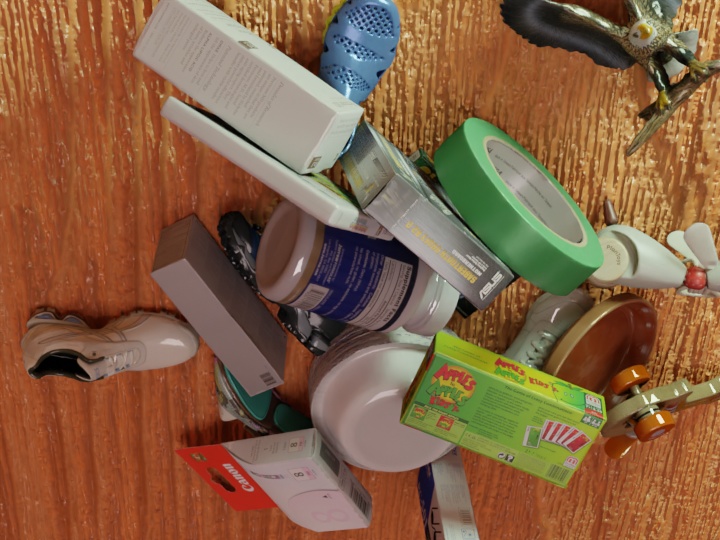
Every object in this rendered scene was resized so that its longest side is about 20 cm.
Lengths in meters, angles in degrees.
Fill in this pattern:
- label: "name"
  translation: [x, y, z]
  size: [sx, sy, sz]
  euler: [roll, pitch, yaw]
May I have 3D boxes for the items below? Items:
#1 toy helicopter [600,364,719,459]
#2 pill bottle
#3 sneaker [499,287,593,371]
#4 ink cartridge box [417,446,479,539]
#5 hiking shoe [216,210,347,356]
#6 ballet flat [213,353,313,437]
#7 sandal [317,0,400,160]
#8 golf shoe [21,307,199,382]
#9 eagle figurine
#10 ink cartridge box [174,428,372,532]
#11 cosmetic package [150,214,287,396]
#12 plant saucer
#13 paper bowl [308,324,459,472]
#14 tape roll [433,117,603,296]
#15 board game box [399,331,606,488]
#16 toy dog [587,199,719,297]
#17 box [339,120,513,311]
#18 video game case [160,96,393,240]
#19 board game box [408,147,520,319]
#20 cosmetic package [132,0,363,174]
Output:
- label: "toy helicopter"
  translation: [0.370, 0.166, 1.469]
  size: [0.199, 0.079, 0.132]
  euler: [-11, 151, -27]
- label: "pill bottle"
  translation: [0.000, 0.000, 1.279]
  size: [0.199, 0.116, 0.116]
  euler: [18, 121, -27]
- label: "sneaker"
  translation: [0.206, 0.108, 1.412]
  size: [0.075, 0.100, 0.200]
  euler: [30, 117, -12]
- label: "ink cartridge box"
  translation: [0.106, 0.301, 1.475]
  size: [0.044, 0.200, 0.094]
  euler: [2, 125, -7]
- label: "hiking shoe"
  translation: [-0.080, -0.001, 1.344]
  size: [0.087, 0.074, 0.200]
  euler: [-42, 118, -8]
- label: "ballet flat"
  translation: [-0.122, 0.170, 1.454]
  size: [0.071, 0.069, 0.200]
  euler: [-23, 126, 34]
- label: "sandal"
  translation: [-0.016, -0.181, 1.204]
  size: [0.079, 0.087, 0.201]
  euler: [17, 120, -14]
- label: "golf shoe"
  translation: [-0.280, 0.098, 1.366]
  size: [0.199, 0.097, 0.079]
  euler: [-1, 123, -7]
- label: "eagle figurine"
  translation: [0.257, -0.242, 1.182]
  size: [0.200, 0.151, 0.152]
  euler: [46, 68, 1]
- label: "ink cartridge box"
  translation: [-0.106, 0.264, 1.475]
  size: [0.199, 0.057, 0.163]
  euler: [-14, 135, 21]
- label: "cosmetic package"
  translation: [-0.153, 0.041, 1.345]
  size: [0.050, 0.083, 0.200]
  euler: [-22, 123, 19]
- label: "plant saucer"
  translation: [0.268, 0.113, 1.410]
  size: [0.200, 0.032, 0.201]
  euler: [-27, 136, -29]
- label: "paper bowl"
  translation: [0.040, 0.156, 1.430]
  size: [0.199, 0.105, 0.202]
  euler: [-3, 125, -5]
- label: "tape roll"
  translation: [0.161, -0.066, 1.229]
  size: [0.200, 0.201, 0.048]
  euler: [34, 116, -25]
- label: "board game box"
  translation: [0.154, 0.152, 1.323]
  size: [0.199, 0.048, 0.102]
  euler: [22, 117, -4]
- label: "toy dog"
  translation: [0.333, -0.027, 1.340]
  size: [0.199, 0.132, 0.097]
  euler: [5, 86, -14]
- label: "box"
  translation: [0.059, -0.058, 1.199]
  size: [0.158, 0.200, 0.048]
  euler: [39, 101, -21]
- label: "video game case"
  translation: [-0.072, -0.093, 1.157]
  size: [0.200, 0.182, 0.023]
  euler: [33, 98, 18]
- label: "board game box"
  translation: [0.093, -0.038, 1.350]
  size: [0.105, 0.024, 0.200]
  euler: [-36, 120, 20]
- label: "cosmetic package"
  translation: [-0.103, -0.175, 1.136]
  size: [0.200, 0.102, 0.074]
  euler: [34, 105, 6]
